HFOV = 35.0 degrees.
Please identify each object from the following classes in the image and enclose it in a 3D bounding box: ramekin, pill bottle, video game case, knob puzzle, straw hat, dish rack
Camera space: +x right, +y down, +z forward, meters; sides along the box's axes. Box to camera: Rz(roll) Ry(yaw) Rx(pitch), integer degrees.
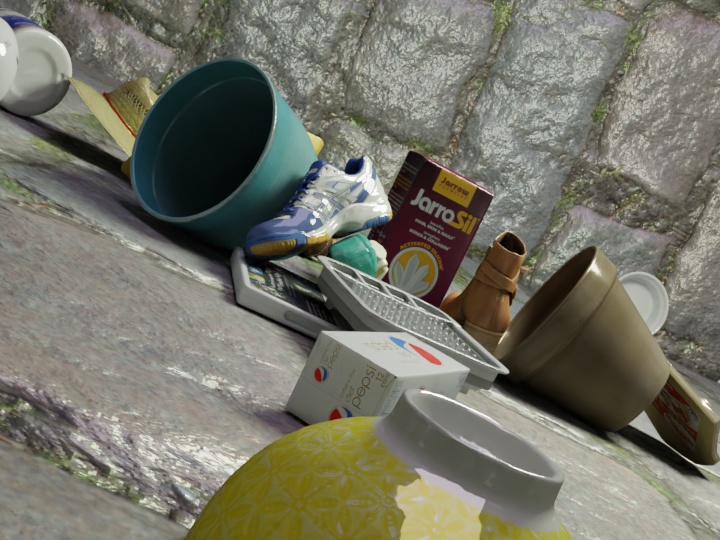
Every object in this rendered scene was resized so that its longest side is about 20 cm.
[{"bbox_3d":[0.818,0.102,3.434,0.198,0.203,0.098,25,0,-8],"label":"ramekin"},{"bbox_3d":[-0.496,-0.302,1.608,0.119,0.121,0.199,21,8,-42],"label":"pill bottle"},{"bbox_3d":[-0.049,0.040,1.180,0.180,0.024,0.200,26,7,-13],"label":"video game case"},{"bbox_3d":[0.420,0.177,1.531,0.221,0.030,0.220,57,-10,15],"label":"knob puzzle"},{"bbox_3d":[-0.306,-0.216,1.552,0.202,0.085,0.201,50,-2,2],"label":"straw hat"},{"bbox_3d":[0.040,0.057,1.118,0.170,0.044,0.200,25,7,-24],"label":"dish rack"}]

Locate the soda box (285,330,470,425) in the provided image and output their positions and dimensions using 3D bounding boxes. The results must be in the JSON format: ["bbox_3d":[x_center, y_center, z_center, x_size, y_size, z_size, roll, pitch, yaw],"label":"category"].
[{"bbox_3d":[0.019,0.089,0.874,0.067,0.064,0.200,29,6,19],"label":"soda box"}]

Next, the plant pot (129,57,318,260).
[{"bbox_3d":[-0.133,-0.109,1.323,0.199,0.202,0.188,31,-5,37],"label":"plant pot"}]

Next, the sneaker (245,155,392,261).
[{"bbox_3d":[-0.054,-0.070,1.242,0.198,0.090,0.075,-21,5,-44],"label":"sneaker"}]

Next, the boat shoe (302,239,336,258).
[{"bbox_3d":[-0.122,-0.087,1.651,0.198,0.071,0.070,30,3,27],"label":"boat shoe"}]

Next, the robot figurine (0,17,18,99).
[{"bbox_3d":[-0.488,-0.262,1.296,0.198,0.126,0.150,22,11,-33],"label":"robot figurine"}]

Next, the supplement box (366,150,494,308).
[{"bbox_3d":[0.075,-0.038,1.480,0.109,0.203,0.086,24,7,-16],"label":"supplement box"}]

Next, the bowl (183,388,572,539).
[{"bbox_3d":[0.031,0.119,0.496,0.198,0.109,0.200,27,6,-3],"label":"bowl"}]

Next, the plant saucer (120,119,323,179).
[{"bbox_3d":[-0.177,-0.131,1.476,0.198,0.199,0.049,21,49,-41],"label":"plant saucer"}]

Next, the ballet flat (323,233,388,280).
[{"bbox_3d":[0.000,0.000,1.317,0.200,0.069,0.068,80,-14,-83],"label":"ballet flat"}]

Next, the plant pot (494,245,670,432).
[{"bbox_3d":[0.286,0.102,1.431,0.173,0.200,0.200,44,6,-2],"label":"plant pot"}]

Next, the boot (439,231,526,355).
[{"bbox_3d":[0.161,0.021,1.458,0.072,0.157,0.200,14,16,-12],"label":"boot"}]
